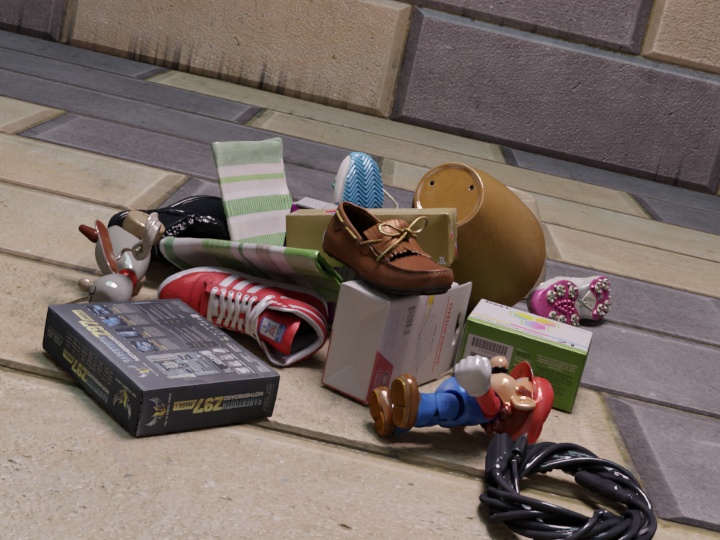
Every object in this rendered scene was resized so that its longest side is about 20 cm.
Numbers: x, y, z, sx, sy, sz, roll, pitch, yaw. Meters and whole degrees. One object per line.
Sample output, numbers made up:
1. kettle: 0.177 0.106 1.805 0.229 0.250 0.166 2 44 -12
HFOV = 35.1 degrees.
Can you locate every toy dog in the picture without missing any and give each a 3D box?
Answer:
1. toy dog: -0.289 -0.015 1.292 0.095 0.133 0.200 23 -4 -7

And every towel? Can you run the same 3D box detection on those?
1. towel: -0.122 0.003 1.345 0.198 0.031 0.149 6 -17 20
2. towel: -0.127 -0.071 1.491 0.023 0.202 0.152 -10 3 30

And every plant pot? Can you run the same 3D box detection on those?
1. plant pot: 0.142 -0.058 1.521 0.185 0.188 0.200 20 -13 24

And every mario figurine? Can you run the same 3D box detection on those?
1. mario figurine: 0.108 0.119 1.162 0.198 0.107 0.123 2 16 -29

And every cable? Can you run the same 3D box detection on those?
1. cable: 0.189 0.210 1.032 0.161 0.051 0.200 19 13 1

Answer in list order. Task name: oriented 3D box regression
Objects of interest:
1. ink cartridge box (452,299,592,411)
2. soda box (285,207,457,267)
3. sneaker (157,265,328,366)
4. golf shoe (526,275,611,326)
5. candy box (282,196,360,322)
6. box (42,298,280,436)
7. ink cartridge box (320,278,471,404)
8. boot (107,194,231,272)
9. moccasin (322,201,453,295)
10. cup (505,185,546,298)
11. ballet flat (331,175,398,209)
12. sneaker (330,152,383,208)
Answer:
1. ink cartridge box: 0.208 0.088 1.404 0.146 0.077 0.200 16 17 12
2. soda box: 0.014 -0.039 1.353 0.197 0.065 0.068 0 9 13
3. sneaker: -0.130 0.050 1.273 0.197 0.072 0.113 6 19 -9
4. golf shoe: 0.288 0.045 1.666 0.091 0.076 0.199 5 5 40
5. candy box: 0.000 0.000 1.433 0.198 0.138 0.061 17 16 10
6. box: -0.198 0.089 1.116 0.157 0.052 0.199 -1 22 -43
7. ink cartridge box: 0.045 0.066 1.273 0.067 0.118 0.199 21 16 29
8. boot: -0.214 -0.048 1.502 0.199 0.077 0.167 -9 15 -38
9. moccasin: 0.031 -0.026 1.216 0.073 0.079 0.201 3 17 -29
10. cup: 0.211 -0.057 1.798 0.198 0.145 0.200 13 15 -3
11. ballet flat: 0.034 -0.060 1.587 0.069 0.201 0.070 -27 23 12
12. sneaker: -0.022 -0.061 1.513 0.076 0.202 0.080 -10 25 -39
